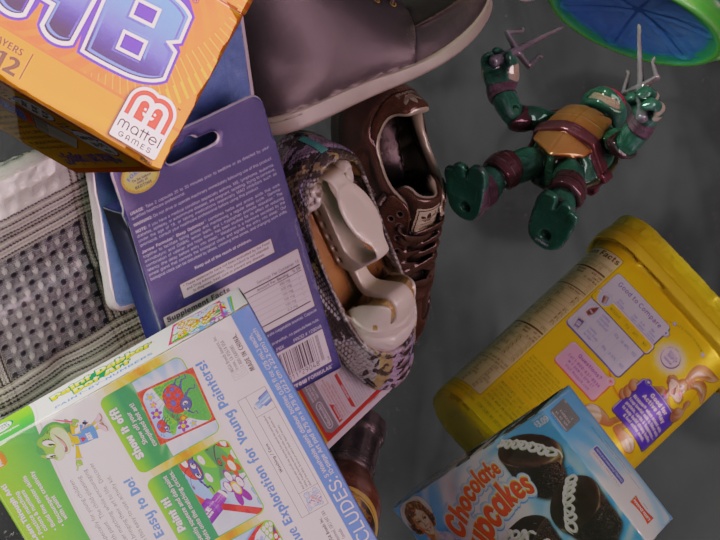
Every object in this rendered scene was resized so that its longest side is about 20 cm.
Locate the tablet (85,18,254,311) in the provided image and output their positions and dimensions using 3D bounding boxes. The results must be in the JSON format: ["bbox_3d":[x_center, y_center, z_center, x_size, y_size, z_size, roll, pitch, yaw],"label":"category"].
[{"bbox_3d":[-0.122,-0.084,1.577,0.129,0.014,0.202,-18,110,-30],"label":"tablet"}]

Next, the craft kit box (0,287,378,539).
[{"bbox_3d":[-0.114,0.145,1.569,0.197,0.049,0.201,-29,110,-6],"label":"craft kit box"}]

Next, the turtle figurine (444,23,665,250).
[{"bbox_3d":[0.146,-0.097,1.722,0.200,0.149,0.101,-51,135,-42],"label":"turtle figurine"}]

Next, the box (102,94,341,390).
[{"bbox_3d":[-0.091,-0.003,1.589,0.121,0.032,0.201,-27,115,-27],"label":"box"}]

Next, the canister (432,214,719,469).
[{"bbox_3d":[0.169,0.078,1.796,0.200,0.087,0.149,-41,83,-18],"label":"canister"}]

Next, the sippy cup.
[{"bbox_3d":[0.216,-0.235,1.766,0.178,0.139,0.131,56,52,-66],"label":"sippy cup"}]

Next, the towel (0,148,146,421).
[{"bbox_3d":[-0.172,0.002,1.590,0.199,0.034,0.194,-27,115,-29],"label":"towel"}]

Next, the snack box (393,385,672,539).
[{"bbox_3d":[0.117,0.169,1.719,0.116,0.200,0.037,51,50,1],"label":"snack box"}]

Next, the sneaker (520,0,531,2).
[{"bbox_3d":[0.071,-0.271,1.690,0.080,0.070,0.201,-30,111,-17],"label":"sneaker"}]

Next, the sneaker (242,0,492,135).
[{"bbox_3d":[0.000,-0.179,1.648,0.199,0.075,0.107,-31,117,-26],"label":"sneaker"}]

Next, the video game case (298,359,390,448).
[{"bbox_3d":[-0.067,0.076,1.658,0.200,0.017,0.144,-42,120,-26],"label":"video game case"}]

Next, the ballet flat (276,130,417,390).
[{"bbox_3d":[0.000,0.000,1.644,0.072,0.072,0.201,-36,117,-24],"label":"ballet flat"}]

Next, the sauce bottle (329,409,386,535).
[{"bbox_3d":[-0.022,0.182,1.678,0.065,0.064,0.201,45,42,-34],"label":"sauce bottle"}]

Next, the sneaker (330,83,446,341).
[{"bbox_3d":[0.023,-0.033,1.697,0.070,0.075,0.202,-21,113,-30],"label":"sneaker"}]

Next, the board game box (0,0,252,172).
[{"bbox_3d":[-0.177,-0.190,1.407,0.199,0.200,0.201,31,82,-18],"label":"board game box"}]
